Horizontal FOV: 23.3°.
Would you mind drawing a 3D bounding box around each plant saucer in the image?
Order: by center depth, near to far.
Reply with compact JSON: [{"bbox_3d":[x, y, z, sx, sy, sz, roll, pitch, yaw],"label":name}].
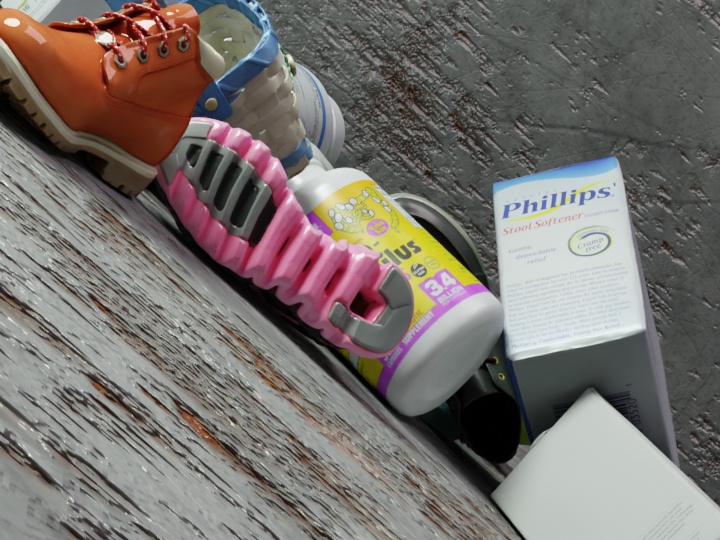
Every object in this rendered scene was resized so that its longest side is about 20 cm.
[{"bbox_3d":[0.011,0.060,1.367,0.200,0.019,0.070,45,3,34],"label":"plant saucer"}]

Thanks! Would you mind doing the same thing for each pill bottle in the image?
[{"bbox_3d":[0.000,0.000,1.224,0.200,0.104,0.104,44,3,21],"label":"pill bottle"},{"bbox_3d":[-0.089,-0.122,1.412,0.112,0.112,0.200,44,12,20],"label":"pill bottle"}]

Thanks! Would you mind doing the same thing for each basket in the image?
[{"bbox_3d":[-0.128,-0.143,1.171,0.200,0.139,0.176,53,-3,-35],"label":"basket"}]

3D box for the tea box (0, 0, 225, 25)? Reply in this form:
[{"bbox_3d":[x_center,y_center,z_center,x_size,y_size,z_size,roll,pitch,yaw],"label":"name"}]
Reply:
[{"bbox_3d":[-0.218,-0.242,1.438,0.197,0.134,0.200,44,3,35],"label":"tea box"}]

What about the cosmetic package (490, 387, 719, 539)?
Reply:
[{"bbox_3d":[0.179,0.175,1.139,0.085,0.108,0.200,41,5,-28],"label":"cosmetic package"}]

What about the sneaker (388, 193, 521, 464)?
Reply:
[{"bbox_3d":[0.070,0.040,1.283,0.201,0.074,0.106,58,9,-18],"label":"sneaker"}]

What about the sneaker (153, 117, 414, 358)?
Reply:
[{"bbox_3d":[-0.061,-0.014,1.104,0.200,0.079,0.095,43,-19,-15],"label":"sneaker"}]

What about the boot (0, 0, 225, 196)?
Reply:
[{"bbox_3d":[-0.142,-0.117,0.957,0.075,0.107,0.200,45,5,19],"label":"boot"}]

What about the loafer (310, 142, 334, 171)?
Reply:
[{"bbox_3d":[-0.012,-0.007,1.346,0.200,0.070,0.070,49,41,-12],"label":"loafer"}]

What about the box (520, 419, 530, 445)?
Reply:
[{"bbox_3d":[0.086,0.072,1.467,0.200,0.048,0.122,43,-23,-25],"label":"box"}]

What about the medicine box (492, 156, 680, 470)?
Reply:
[{"bbox_3d":[0.170,0.052,1.313,0.201,0.102,0.183,-90,165,-50],"label":"medicine box"}]
